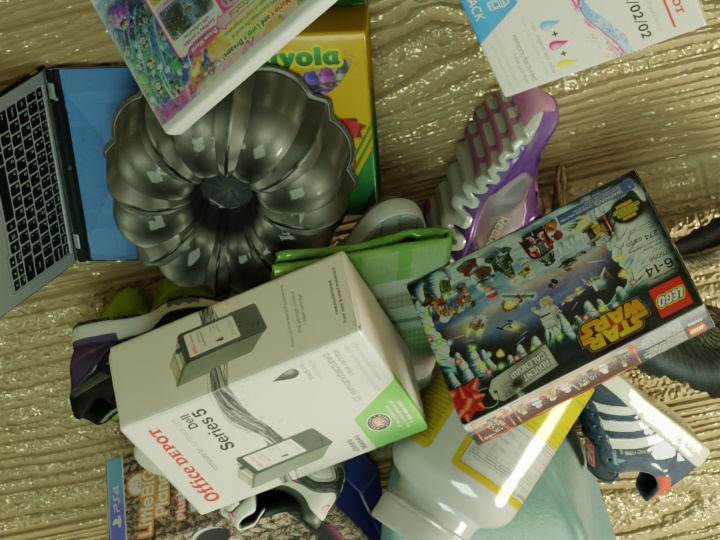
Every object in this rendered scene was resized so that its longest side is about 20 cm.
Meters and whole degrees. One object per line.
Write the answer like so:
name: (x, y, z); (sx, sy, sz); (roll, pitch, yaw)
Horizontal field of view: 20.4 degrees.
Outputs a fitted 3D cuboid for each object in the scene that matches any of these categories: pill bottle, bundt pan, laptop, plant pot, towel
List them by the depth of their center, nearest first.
bundt pan: (-0.103, -0.060, 1.535); (0.201, 0.076, 0.203); (2, 127, 2)
pill bottle: (0.095, 0.130, 1.576); (0.112, 0.112, 0.200); (36, 84, -22)
laptop: (-0.218, -0.055, 1.584); (0.116, 0.200, 0.188); (21, 133, 31)
towel: (-0.005, 0.040, 1.590); (0.148, 0.031, 0.201); (-11, 143, -13)
plant pot: (0.108, 0.210, 1.721); (0.195, 0.197, 0.201); (-11, 111, 10)

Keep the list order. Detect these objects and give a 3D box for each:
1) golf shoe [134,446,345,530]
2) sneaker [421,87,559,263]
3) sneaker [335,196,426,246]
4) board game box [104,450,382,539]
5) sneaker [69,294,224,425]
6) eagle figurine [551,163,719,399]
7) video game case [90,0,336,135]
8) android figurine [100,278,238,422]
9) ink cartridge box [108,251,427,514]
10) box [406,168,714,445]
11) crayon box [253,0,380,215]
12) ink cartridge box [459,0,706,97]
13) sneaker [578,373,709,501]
golf shoe: (-0.106, 0.163, 1.635); (0.199, 0.092, 0.073); (0, 149, 30)
sneaker: (0.114, -0.062, 1.590); (0.088, 0.081, 0.201); (16, 130, -17)
sneaker: (0.000, 0.000, 1.619); (0.073, 0.071, 0.200); (-3, 142, -22)
board game box: (-0.098, 0.211, 1.752); (0.199, 0.097, 0.160); (-21, 142, 17)
sneaker: (-0.155, 0.080, 1.606); (0.199, 0.088, 0.076); (-15, 151, 41)
eagle figurine: (0.242, 0.012, 1.586); (0.199, 0.151, 0.153); (7, 116, 6)
video game case: (-0.110, -0.228, 1.439); (0.200, 0.024, 0.183); (-37, 75, 25)
android figurine: (-0.139, 0.073, 1.718); (0.182, 0.041, 0.200); (32, 123, -18)
ink cartridge box: (-0.070, 0.089, 1.526); (0.199, 0.084, 0.146); (-23, 139, 11)
box: (0.147, 0.027, 1.506); (0.199, 0.137, 0.040); (-28, 144, 8)
crayon box: (-0.053, -0.135, 1.555); (0.126, 0.051, 0.201); (-2, 125, 5)
ink cartridge box: (0.175, -0.219, 1.448); (0.199, 0.068, 0.115); (-19, 125, 16)
sneaker: (0.208, 0.128, 1.710); (0.200, 0.075, 0.085); (40, 99, -23)
